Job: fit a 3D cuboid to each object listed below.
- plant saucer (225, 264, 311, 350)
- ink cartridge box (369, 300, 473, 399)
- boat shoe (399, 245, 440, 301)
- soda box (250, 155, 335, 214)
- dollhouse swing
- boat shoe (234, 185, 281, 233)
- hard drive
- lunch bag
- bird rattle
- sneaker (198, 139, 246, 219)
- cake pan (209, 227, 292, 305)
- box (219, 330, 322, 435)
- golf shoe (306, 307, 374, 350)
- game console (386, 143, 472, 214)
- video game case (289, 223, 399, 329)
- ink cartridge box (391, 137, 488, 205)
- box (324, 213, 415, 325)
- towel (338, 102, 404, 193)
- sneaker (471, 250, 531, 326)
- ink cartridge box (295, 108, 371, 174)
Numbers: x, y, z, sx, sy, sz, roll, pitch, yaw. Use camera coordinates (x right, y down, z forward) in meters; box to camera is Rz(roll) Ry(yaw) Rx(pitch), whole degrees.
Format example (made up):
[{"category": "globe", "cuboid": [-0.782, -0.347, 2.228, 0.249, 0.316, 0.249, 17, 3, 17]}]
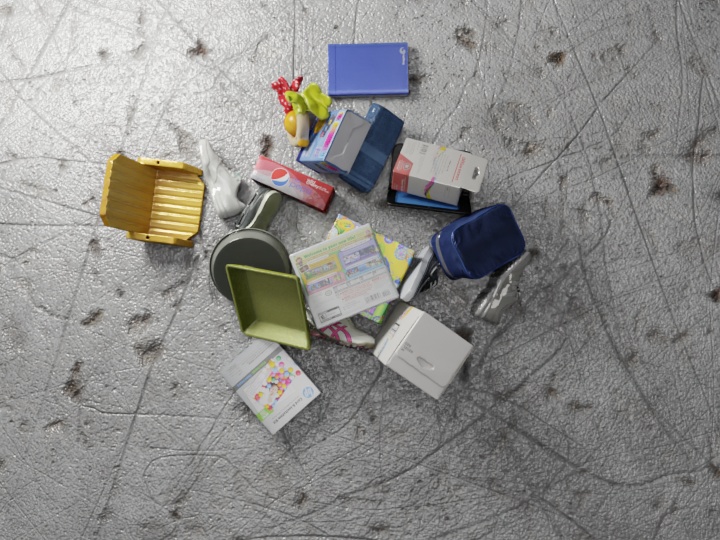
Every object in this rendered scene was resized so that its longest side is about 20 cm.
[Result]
[{"category": "plant saucer", "cuboid": [-0.201, 0.075, 1.501, 0.200, 0.048, 0.200, 10, 124, 27]}, {"category": "ink cartridge box", "cuboid": [0.132, 0.175, 1.474, 0.147, 0.200, 0.145, 34, 88, -11]}, {"category": "boat shoe", "cuboid": [0.149, 0.018, 1.518, 0.068, 0.200, 0.072, 39, 125, -5]}, {"category": "soda box", "cuboid": [-0.163, -0.209, 1.588, 0.200, 0.070, 0.063, 24, 87, 3]}, {"category": "dollhouse swing", "cuboid": [-0.488, -0.171, 1.544, 0.182, 0.176, 0.200, 7, 85, 2]}, {"category": "boat shoe", "cuboid": [-0.271, -0.120, 1.589, 0.066, 0.074, 0.199, 39, 105, 30]}, {"category": "hard drive", "cuboid": [0.019, -0.501, 1.624, 0.200, 0.025, 0.132, -1, 86, 2]}, {"category": "lunch bag", "cuboid": [0.275, -0.069, 1.524, 0.200, 0.132, 0.136, -27, 98, -19]}, {"category": "bird rattle", "cuboid": [-0.161, -0.379, 1.556, 0.113, 0.200, 0.163, -9, 112, -30]}, {"category": "sneaker", "cuboid": [-0.338, -0.232, 1.603, 0.088, 0.075, 0.200, -18, 92, -11]}, {"category": "cake pan", "cuboid": [-0.265, -0.001, 1.558, 0.200, 0.037, 0.200, -1, 108, -3]}, {"category": "box", "cuboid": [-0.216, 0.270, 1.573, 0.156, 0.041, 0.200, -41, 87, -1]}, {"category": "golf shoe", "cuboid": [-0.053, 0.131, 1.536, 0.200, 0.073, 0.092, 16, 85, 25]}, {"category": "game console", "cuboid": [0.169, -0.221, 1.556, 0.200, 0.116, 0.176, 8, 87, 2]}, {"category": "video game case", "cuboid": [-0.037, 0.013, 1.473, 0.200, 0.022, 0.182, -22, 85, 2]}, {"category": "ink cartridge box", "cuboid": [0.184, -0.225, 1.508, 0.200, 0.068, 0.117, 16, 57, 10]}, {"category": "box", "cuboid": [0.000, 0.000, 1.543, 0.200, 0.122, 0.193, 27, 88, 4]}, {"category": "towel", "cuboid": [0.022, -0.296, 1.574, 0.049, 0.112, 0.200, 27, 90, 45]}, {"category": "sneaker", "cuboid": [0.352, 0.041, 1.565, 0.082, 0.075, 0.200, 34, 95, -10]}, {"category": "ink cartridge box", "cuboid": [-0.074, -0.305, 1.551, 0.076, 0.200, 0.137, 27, 86, -27]}]
